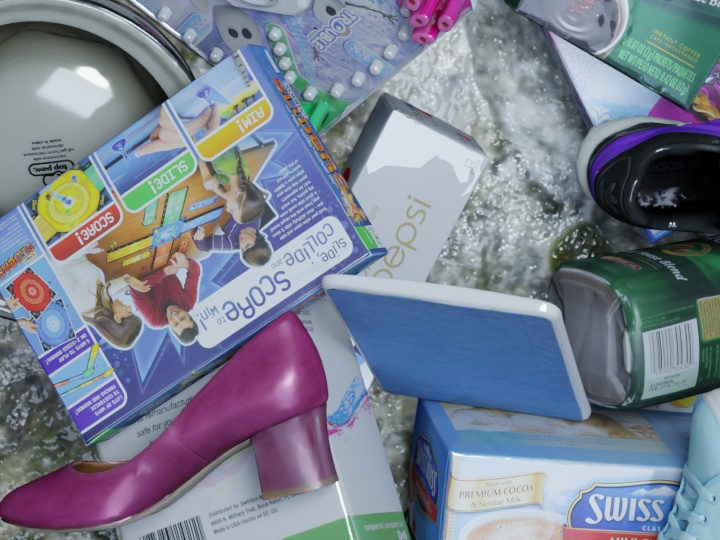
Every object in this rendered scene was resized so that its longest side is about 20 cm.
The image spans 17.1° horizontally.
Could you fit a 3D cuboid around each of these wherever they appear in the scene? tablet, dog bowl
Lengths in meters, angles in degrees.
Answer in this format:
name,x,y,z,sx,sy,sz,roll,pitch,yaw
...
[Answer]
name,x,y,z,sx,sy,sz,roll,pitch,yaw
tablet,0.057,0.043,1.333,0.129,0.200,0.014,7,71,13
dog bowl,-0.176,-0.074,1.383,0.198,0.074,0.202,1,113,1

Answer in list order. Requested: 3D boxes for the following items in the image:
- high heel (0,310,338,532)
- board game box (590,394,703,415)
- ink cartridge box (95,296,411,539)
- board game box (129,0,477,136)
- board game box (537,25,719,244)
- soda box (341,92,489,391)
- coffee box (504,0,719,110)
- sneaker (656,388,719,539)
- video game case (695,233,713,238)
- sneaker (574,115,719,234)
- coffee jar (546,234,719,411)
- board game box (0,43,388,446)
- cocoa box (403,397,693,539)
name,x,y,z,sx,sy,sz,roll,pitch,yaw
high heel,-0.111,0.085,1.307,0.198,0.067,0.097,-11,93,10
board game box,0.139,0.138,1.502,0.133,0.034,0.202,3,103,-7
ink cartridge box,-0.066,0.107,1.370,0.144,0.084,0.201,-21,78,22
board game box,-0.062,-0.163,1.340,0.200,0.200,0.026,37,57,-12
board game box,0.212,-0.150,1.410,0.199,0.041,0.200,-29,104,1
soda box,0.000,0.000,1.440,0.068,0.064,0.201,25,100,-11
coffee box,0.180,-0.208,1.349,0.122,0.044,0.201,29,98,-11
sneaker,0.184,0.165,1.320,0.081,0.074,0.202,-6,101,-11
video game case,0.236,-0.145,1.448,0.200,0.026,0.181,-38,104,4
sneaker,0.228,-0.055,1.361,0.198,0.100,0.070,-11,107,-4
coffee jar,0.217,0.023,1.422,0.199,0.104,0.086,-10,103,-25
board game box,-0.102,-0.013,1.317,0.199,0.034,0.136,-33,83,16
cocoa box,0.131,0.156,1.417,0.198,0.133,0.132,4,102,-8
